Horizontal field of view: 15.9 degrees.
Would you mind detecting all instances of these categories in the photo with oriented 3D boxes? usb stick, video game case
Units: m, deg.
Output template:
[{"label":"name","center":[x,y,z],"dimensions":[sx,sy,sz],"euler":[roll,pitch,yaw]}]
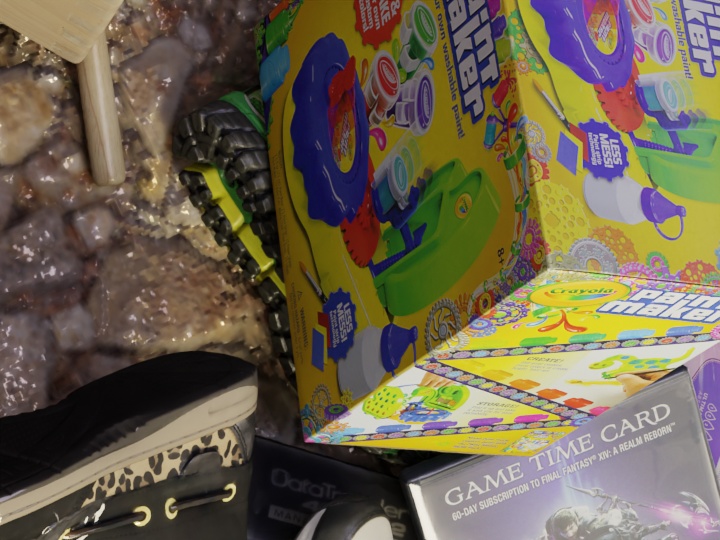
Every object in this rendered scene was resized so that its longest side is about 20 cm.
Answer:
[{"label":"usb stick","center":[-0.022,0.110,1.174],"dimensions":[0.200,0.033,0.056],"euler":[18,67,-25]},{"label":"video game case","center":[0.110,0.158,1.192],"dimensions":[0.143,0.019,0.201],"euler":[-21,107,-12]}]

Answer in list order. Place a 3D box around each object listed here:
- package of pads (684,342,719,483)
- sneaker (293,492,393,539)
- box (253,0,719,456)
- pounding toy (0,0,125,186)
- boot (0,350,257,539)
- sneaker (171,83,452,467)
[{"label":"package of pads","center":[0.169,0.096,1.260],"dimensions":[0.200,0.076,0.121],"euler":[30,71,-21]},{"label":"sneaker","center":[0.010,0.196,1.124],"dimensions":[0.074,0.080,0.201],"euler":[-10,99,-55]},{"label":"box","center":[0.061,-0.049,1.082],"dimensions":[0.122,0.193,0.201],"euler":[6,63,-31]},{"label":"pounding toy","center":[-0.137,-0.177,1.123],"dimensions":[0.200,0.142,0.184],"euler":[30,66,-10]},{"label":"boot","center":[-0.117,0.131,1.064],"dimensions":[0.200,0.073,0.151],"euler":[-25,118,-37]},{"label":"sneaker","center":[0.000,0.000,1.181],"dimensions":[0.085,0.078,0.200],"euler":[-31,95,-31]}]
